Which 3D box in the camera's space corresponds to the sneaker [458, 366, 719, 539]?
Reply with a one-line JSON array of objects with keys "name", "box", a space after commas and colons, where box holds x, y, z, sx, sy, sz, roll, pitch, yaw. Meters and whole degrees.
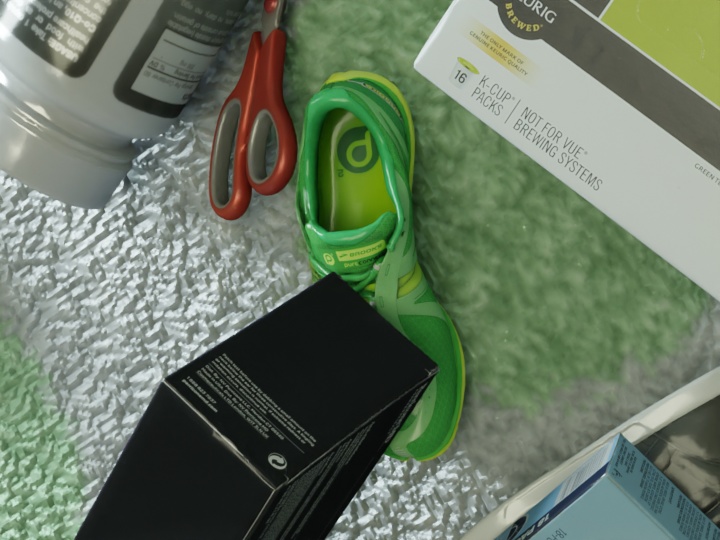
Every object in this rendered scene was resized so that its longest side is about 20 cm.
[{"name": "sneaker", "box": [0.126, 0.139, 1.011, 0.200, 0.071, 0.099, -35, 76, 13]}]

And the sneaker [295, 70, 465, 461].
[{"name": "sneaker", "box": [0.000, 0.000, 1.042, 0.074, 0.084, 0.201, -12, 89, 18]}]

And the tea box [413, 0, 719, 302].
[{"name": "tea box", "box": [0.169, -0.113, 0.953, 0.200, 0.134, 0.197, 39, 104, 13]}]

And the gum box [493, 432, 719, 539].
[{"name": "gum box", "box": [0.133, 0.201, 0.981, 0.200, 0.045, 0.170, 43, 118, -4]}]

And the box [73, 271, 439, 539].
[{"name": "box", "box": [-0.065, 0.114, 1.005, 0.079, 0.141, 0.200, 43, 128, 15]}]

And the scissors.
[{"name": "scissors", "box": [-0.052, -0.127, 1.086, 0.073, 0.014, 0.201, -13, 70, 55]}]

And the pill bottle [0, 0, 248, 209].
[{"name": "pill bottle", "box": [-0.122, -0.141, 1.061, 0.114, 0.114, 0.201, 37, 103, 14]}]
